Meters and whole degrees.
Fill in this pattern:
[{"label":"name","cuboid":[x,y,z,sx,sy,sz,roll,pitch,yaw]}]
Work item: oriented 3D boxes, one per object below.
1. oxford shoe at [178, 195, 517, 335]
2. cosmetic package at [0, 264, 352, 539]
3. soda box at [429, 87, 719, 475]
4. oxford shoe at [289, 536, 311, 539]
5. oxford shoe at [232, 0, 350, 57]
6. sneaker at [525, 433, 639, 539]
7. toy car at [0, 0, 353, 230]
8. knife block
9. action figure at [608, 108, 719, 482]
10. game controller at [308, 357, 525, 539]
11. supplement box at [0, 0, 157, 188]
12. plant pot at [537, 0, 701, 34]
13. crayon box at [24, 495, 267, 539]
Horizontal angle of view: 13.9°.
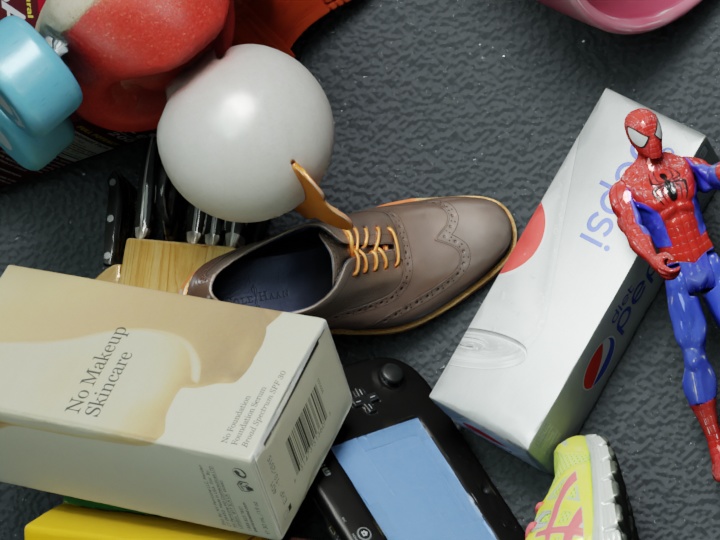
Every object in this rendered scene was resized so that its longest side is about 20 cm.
[{"label":"oxford shoe","cuboid":[0.000,0.000,1.625,0.199,0.073,0.072,-18,81,-16]},{"label":"cosmetic package","cuboid":[-0.117,0.068,1.576,0.199,0.071,0.105,8,50,23]},{"label":"soda box","cuboid":[0.120,0.006,1.618,0.068,0.063,0.200,28,84,23]},{"label":"oxford shoe","cuboid":[-0.079,0.180,1.629,0.199,0.070,0.075,6,80,20]},{"label":"oxford shoe","cuboid":[-0.048,-0.175,1.722,0.200,0.071,0.072,-48,32,-16]},{"label":"sneaker","cuboid":[0.102,0.163,1.539,0.090,0.078,0.200,-11,39,12]},{"label":"toy car","cuboid":[-0.080,-0.088,1.582,0.184,0.177,0.200,-40,88,-12]},{"label":"knife block","cuboid":[-0.085,0.023,1.679,0.175,0.064,0.200,-40,67,4]},{"label":"action figure","cuboid":[0.184,0.008,1.540,0.065,0.099,0.201,-21,91,-10]},{"label":"game controller","cuboid":[0.032,0.135,1.597,0.200,0.104,0.042,56,133,23]},{"label":"supplement box","cuboid":[-0.220,-0.108,1.741,0.199,0.061,0.109,-18,70,24]},{"label":"plant pot","cuboid":[0.112,-0.254,1.639,0.179,0.200,0.200,29,85,37]},{"label":"crayon box","cuboid":[-0.115,0.202,1.595,0.125,0.052,0.201,4,103,21]}]
